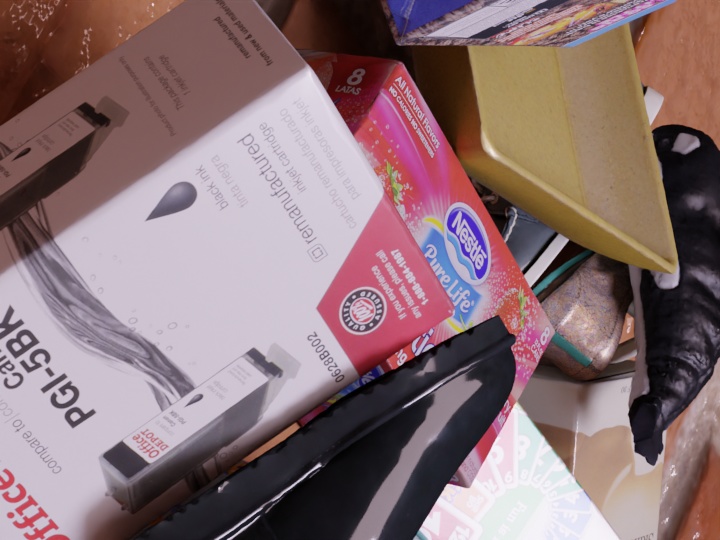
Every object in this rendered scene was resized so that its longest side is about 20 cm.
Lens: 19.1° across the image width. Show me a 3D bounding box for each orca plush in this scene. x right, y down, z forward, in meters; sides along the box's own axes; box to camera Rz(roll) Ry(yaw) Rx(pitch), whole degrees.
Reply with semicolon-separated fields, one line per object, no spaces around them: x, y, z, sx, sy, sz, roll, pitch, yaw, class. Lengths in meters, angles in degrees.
0.178;0.000;1.125;0.105;0.071;0.200;52;40;-28;orca plush

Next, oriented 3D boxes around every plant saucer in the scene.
0.079;-0.106;1.067;0.200;0.048;0.200;27;48;-51;plant saucer

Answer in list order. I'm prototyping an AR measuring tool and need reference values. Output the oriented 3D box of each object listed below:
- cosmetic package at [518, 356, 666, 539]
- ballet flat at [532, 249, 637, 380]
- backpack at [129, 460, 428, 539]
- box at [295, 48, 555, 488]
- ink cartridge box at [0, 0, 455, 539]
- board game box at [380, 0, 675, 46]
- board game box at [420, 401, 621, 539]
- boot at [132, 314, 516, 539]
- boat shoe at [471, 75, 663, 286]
0.113;0.150;1.194;0.105;0.071;0.200;-7;103;-51;cosmetic package
0.148;0.010;1.194;0.068;0.067;0.200;-51;172;37;ballet flat
-0.042;0.183;0.937;0.176;0.153;0.200;36;62;-44;backpack
0.000;0.000;0.993;0.100;0.095;0.200;-58;138;-26;box
-0.086;0.009;0.811;0.200;0.083;0.147;-35;132;-2;ink cartridge box
0.107;-0.172;0.941;0.200;0.159;0.097;-11;79;-63;board game box
0.088;0.156;1.116;0.096;0.030;0.200;-41;111;-10;board game box
0.016;0.131;0.835;0.198;0.073;0.163;-33;88;-20;boot
0.088;-0.038;1.150;0.062;0.073;0.200;39;66;-2;boat shoe
